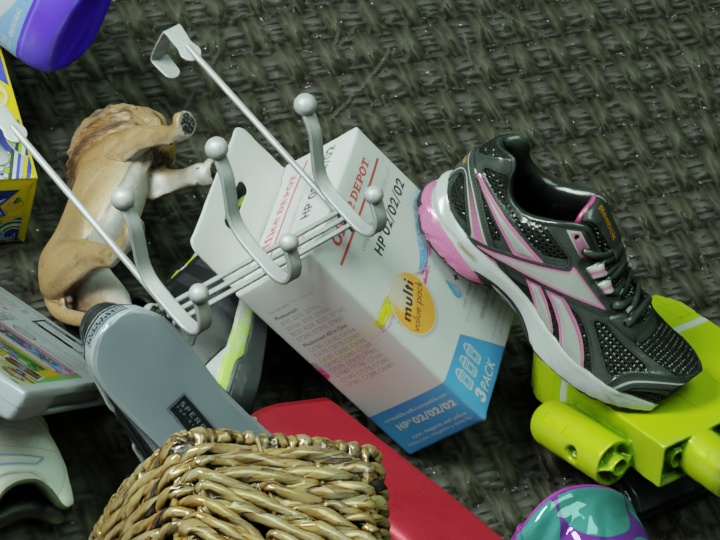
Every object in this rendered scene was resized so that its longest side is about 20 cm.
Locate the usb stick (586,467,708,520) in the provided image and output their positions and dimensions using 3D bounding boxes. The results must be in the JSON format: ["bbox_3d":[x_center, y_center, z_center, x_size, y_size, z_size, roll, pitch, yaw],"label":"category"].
[{"bbox_3d":[0.227,0.107,1.629,0.200,0.033,0.055,-19,54,-33],"label":"usb stick"}]

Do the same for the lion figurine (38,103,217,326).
[{"bbox_3d":[-0.155,-0.031,1.570,0.073,0.122,0.200,54,45,-30],"label":"lion figurine"}]

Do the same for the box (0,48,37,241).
[{"bbox_3d":[-0.260,-0.111,1.621,0.070,0.064,0.200,-4,52,-23],"label":"box"}]

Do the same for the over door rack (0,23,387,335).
[{"bbox_3d":[-0.102,-0.064,1.467,0.148,0.067,0.200,-29,56,-34],"label":"over door rack"}]

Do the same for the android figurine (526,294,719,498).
[{"bbox_3d":[0.187,0.075,1.602,0.182,0.041,0.200,-21,38,-34],"label":"android figurine"}]

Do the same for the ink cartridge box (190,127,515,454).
[{"bbox_3d":[0.000,0.000,1.554,0.200,0.068,0.115,43,41,-24],"label":"ink cartridge box"}]

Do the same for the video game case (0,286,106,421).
[{"bbox_3d":[-0.240,0.020,1.467,0.200,0.022,0.182,33,7,11],"label":"video game case"}]

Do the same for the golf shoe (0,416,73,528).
[{"bbox_3d":[-0.245,0.130,1.414,0.200,0.078,0.097,-24,68,-33],"label":"golf shoe"}]

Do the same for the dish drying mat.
[{"bbox_3d":[0.024,0.135,1.473,0.200,0.018,0.077,37,23,32],"label":"dish drying mat"}]

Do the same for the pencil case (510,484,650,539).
[{"bbox_3d":[0.149,0.225,1.464,0.092,0.085,0.200,-8,55,-24],"label":"pencil case"}]

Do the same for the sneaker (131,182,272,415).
[{"bbox_3d":[-0.096,0.013,1.568,0.082,0.072,0.200,12,47,-7],"label":"sneaker"}]

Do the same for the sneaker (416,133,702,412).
[{"bbox_3d":[0.129,-0.001,1.541,0.200,0.086,0.080,38,38,-5],"label":"sneaker"}]

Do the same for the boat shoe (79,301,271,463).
[{"bbox_3d":[-0.094,0.101,1.470,0.074,0.068,0.199,-44,108,-9],"label":"boat shoe"}]

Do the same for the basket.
[{"bbox_3d":[-0.070,0.195,1.330,0.142,0.200,0.149,7,49,-16],"label":"basket"}]

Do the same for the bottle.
[{"bbox_3d":[-0.247,-0.208,1.608,0.200,0.084,0.065,37,38,11],"label":"bottle"}]
